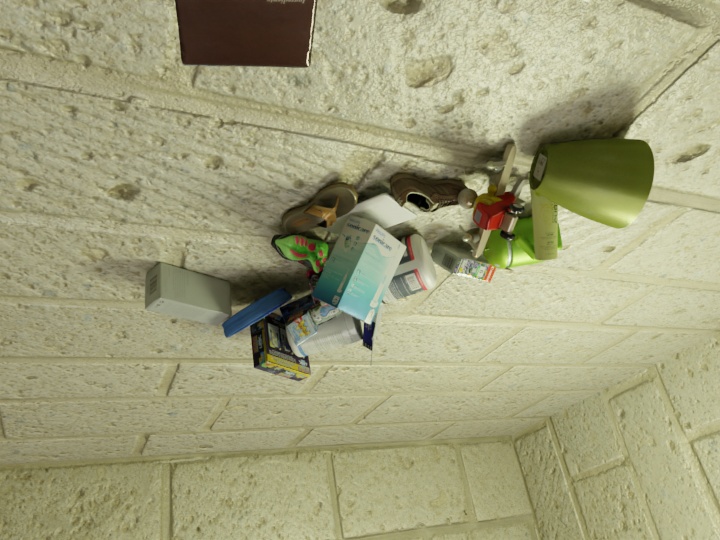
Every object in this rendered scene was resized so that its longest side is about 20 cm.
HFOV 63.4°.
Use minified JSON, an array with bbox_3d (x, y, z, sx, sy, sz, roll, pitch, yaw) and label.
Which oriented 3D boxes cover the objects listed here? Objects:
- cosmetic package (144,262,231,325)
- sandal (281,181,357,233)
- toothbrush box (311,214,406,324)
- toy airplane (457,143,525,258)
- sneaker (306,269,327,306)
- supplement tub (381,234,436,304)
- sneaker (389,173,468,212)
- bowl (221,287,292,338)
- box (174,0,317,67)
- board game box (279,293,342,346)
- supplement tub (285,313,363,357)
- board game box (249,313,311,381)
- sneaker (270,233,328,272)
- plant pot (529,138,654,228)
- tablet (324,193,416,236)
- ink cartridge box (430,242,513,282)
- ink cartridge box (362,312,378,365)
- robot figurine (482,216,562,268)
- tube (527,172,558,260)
[{"bbox_3d":[-0.418,0.061,1.425,0.074,0.102,0.199,-31,144,33],"label":"cosmetic package"},{"bbox_3d":[-0.088,-0.120,1.248,0.199,0.054,0.080,-24,132,27],"label":"sandal"},{"bbox_3d":[0.000,0.000,1.297,0.085,0.201,0.146,23,176,37],"label":"toothbrush box"},{"bbox_3d":[0.281,-0.146,1.253,0.140,0.201,0.199,19,164,12],"label":"toy airplane"},{"bbox_3d":[-0.087,0.037,1.430,0.080,0.075,0.200,-31,-166,-20],"label":"sneaker"},{"bbox_3d":[0.077,0.004,1.446,0.199,0.141,0.140,-19,150,15],"label":"supplement tub"},{"bbox_3d":[0.154,-0.154,1.263,0.199,0.076,0.071,5,147,-24],"label":"sneaker"},{"bbox_3d":[-0.271,0.107,1.518,0.200,0.040,0.201,-32,179,0],"label":"bowl"},{"bbox_3d":[-0.139,-0.374,0.687,0.163,0.167,0.200,-4,150,-13],"label":"box"},{"bbox_3d":[-0.122,0.114,1.505,0.199,0.200,0.062,-24,105,6],"label":"board game box"},{"bbox_3d":[-0.103,0.164,1.676,0.199,0.133,0.132,-15,151,10],"label":"supplement tub"},{"bbox_3d":[-0.233,0.220,1.697,0.056,0.166,0.200,-25,147,24],"label":"board game box"},{"bbox_3d":[-0.139,-0.050,1.370,0.083,0.077,0.200,20,174,27],"label":"sneaker"},{"bbox_3d":[0.465,-0.197,1.216,0.198,0.188,0.188,10,148,-5],"label":"plant pot"},{"bbox_3d":[0.013,-0.115,1.312,0.199,0.014,0.130,-17,152,34],"label":"tablet"},{"bbox_3d":[0.288,-0.015,1.511,0.199,0.109,0.051,12,106,-33],"label":"ink cartridge box"},{"bbox_3d":[0.034,0.133,1.602,0.040,0.201,0.200,11,150,5],"label":"ink cartridge box"},{"bbox_3d":[0.392,-0.069,1.447,0.198,0.117,0.175,-9,-178,-3],"label":"robot figurine"},{"bbox_3d":[0.418,-0.124,1.322,0.052,0.202,0.058,5,-167,41],"label":"tube"}]
